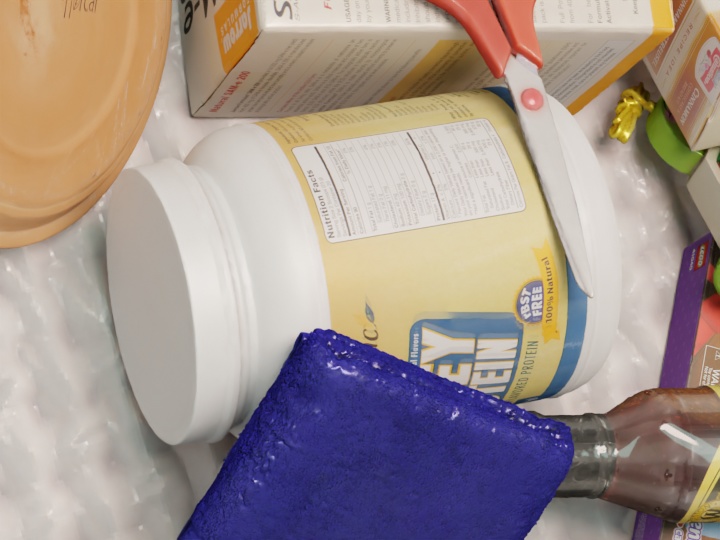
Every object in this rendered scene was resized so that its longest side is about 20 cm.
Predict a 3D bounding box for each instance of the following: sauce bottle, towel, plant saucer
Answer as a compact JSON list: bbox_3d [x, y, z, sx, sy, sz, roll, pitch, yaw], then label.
[{"bbox_3d":[0.160,0.084,1.291,0.199,0.066,0.066,-1,76,-16],"label":"sauce bottle"},{"bbox_3d":[-0.016,0.122,1.204,0.147,0.050,0.200,22,113,-31],"label":"towel"},{"bbox_3d":[-0.143,-0.108,1.226,0.200,0.032,0.201,-25,121,-52],"label":"plant saucer"}]

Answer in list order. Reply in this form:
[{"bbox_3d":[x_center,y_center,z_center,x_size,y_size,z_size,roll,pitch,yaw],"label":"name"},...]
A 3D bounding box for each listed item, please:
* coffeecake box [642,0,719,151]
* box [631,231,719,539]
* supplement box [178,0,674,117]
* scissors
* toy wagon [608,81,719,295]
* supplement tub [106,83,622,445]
[{"bbox_3d":[0.193,-0.170,1.372,0.153,0.073,0.201,-13,61,-22],"label":"coffeecake box"},{"bbox_3d":[0.207,0.095,1.358,0.136,0.039,0.201,17,71,-14],"label":"box"},{"bbox_3d":[0.027,-0.123,1.307,0.199,0.126,0.074,-1,75,-20],"label":"supplement box"},{"bbox_3d":[0.076,-0.086,1.226,0.073,0.014,0.200,-24,76,-26],"label":"scissors"},{"bbox_3d":[0.215,-0.038,1.365,0.199,0.040,0.155,30,46,-3],"label":"toy wagon"},{"bbox_3d":[0.000,0.000,1.255,0.199,0.145,0.145,-10,79,-20],"label":"supplement tub"}]
